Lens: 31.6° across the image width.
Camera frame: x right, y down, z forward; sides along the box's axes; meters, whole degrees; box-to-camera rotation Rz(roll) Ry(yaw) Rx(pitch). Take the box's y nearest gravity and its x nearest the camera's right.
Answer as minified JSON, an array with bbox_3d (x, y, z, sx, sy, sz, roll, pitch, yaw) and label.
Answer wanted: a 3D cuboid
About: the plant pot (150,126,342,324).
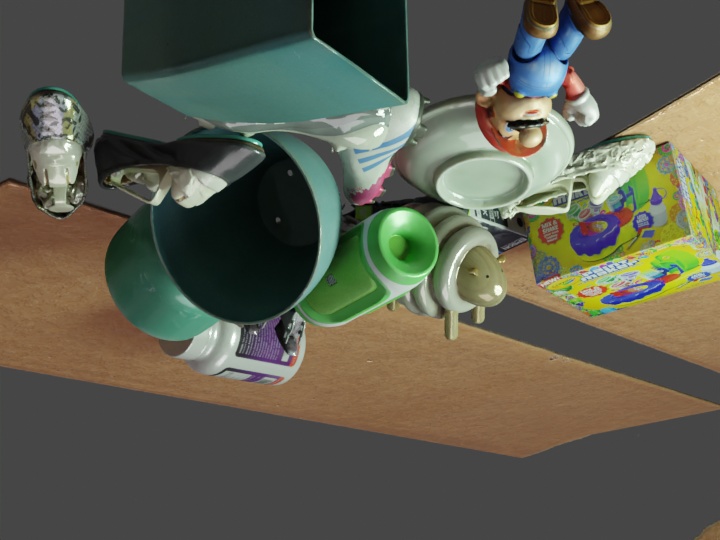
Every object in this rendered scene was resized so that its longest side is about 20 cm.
[{"bbox_3d":[-0.097,-0.059,1.308,0.198,0.202,0.134,-20,-177,29],"label":"plant pot"}]

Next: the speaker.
[{"bbox_3d":[0.000,0.000,1.346,0.088,0.090,0.200,4,162,-29],"label":"speaker"}]

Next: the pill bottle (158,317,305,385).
[{"bbox_3d":[-0.179,0.092,1.756,0.111,0.113,0.199,-23,155,35],"label":"pill bottle"}]

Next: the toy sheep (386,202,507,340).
[{"bbox_3d":[0.080,-0.010,1.410,0.199,0.139,0.137,22,180,36],"label":"toy sheep"}]

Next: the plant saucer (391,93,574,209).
[{"bbox_3d":[0.131,-0.113,1.365,0.197,0.051,0.201,0,153,0],"label":"plant saucer"}]

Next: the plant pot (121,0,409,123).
[{"bbox_3d":[-0.083,-0.195,0.988,0.198,0.143,0.141,-10,161,29],"label":"plant pot"}]

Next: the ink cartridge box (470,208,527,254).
[{"bbox_3d":[0.144,-0.050,1.607,0.099,0.040,0.199,-26,154,38],"label":"ink cartridge box"}]

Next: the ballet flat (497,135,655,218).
[{"bbox_3d":[0.246,-0.100,1.472,0.198,0.073,0.072,-12,160,10],"label":"ballet flat"}]

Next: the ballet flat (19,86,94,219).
[{"bbox_3d":[-0.295,-0.104,1.246,0.071,0.073,0.201,-3,159,-12],"label":"ballet flat"}]

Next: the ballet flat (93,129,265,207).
[{"bbox_3d":[-0.178,-0.095,1.223,0.198,0.074,0.073,6,169,31],"label":"ballet flat"}]

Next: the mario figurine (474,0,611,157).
[{"bbox_3d":[0.169,-0.168,1.192,0.122,0.107,0.201,27,149,4],"label":"mario figurine"}]

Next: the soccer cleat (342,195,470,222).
[{"bbox_3d":[0.036,-0.054,1.505,0.198,0.068,0.081,-15,147,35],"label":"soccer cleat"}]

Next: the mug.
[{"bbox_3d":[-0.188,-0.026,1.414,0.151,0.187,0.114,30,141,-22],"label":"mug"}]

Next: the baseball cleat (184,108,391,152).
[{"bbox_3d":[-0.066,-0.171,1.180,0.197,0.070,0.107,8,125,-9],"label":"baseball cleat"}]

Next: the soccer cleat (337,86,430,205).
[{"bbox_3d":[0.003,-0.135,1.302,0.085,0.071,0.200,15,152,-13],"label":"soccer cleat"}]

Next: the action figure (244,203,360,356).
[{"bbox_3d":[-0.066,-0.003,1.474,0.129,0.070,0.201,20,120,-15],"label":"action figure"}]

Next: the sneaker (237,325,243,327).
[{"bbox_3d":[-0.136,-0.005,1.567,0.079,0.072,0.200,28,132,-16],"label":"sneaker"}]

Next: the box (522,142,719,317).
[{"bbox_3d":[0.332,-0.044,1.576,0.198,0.123,0.192,-19,156,27],"label":"box"}]
